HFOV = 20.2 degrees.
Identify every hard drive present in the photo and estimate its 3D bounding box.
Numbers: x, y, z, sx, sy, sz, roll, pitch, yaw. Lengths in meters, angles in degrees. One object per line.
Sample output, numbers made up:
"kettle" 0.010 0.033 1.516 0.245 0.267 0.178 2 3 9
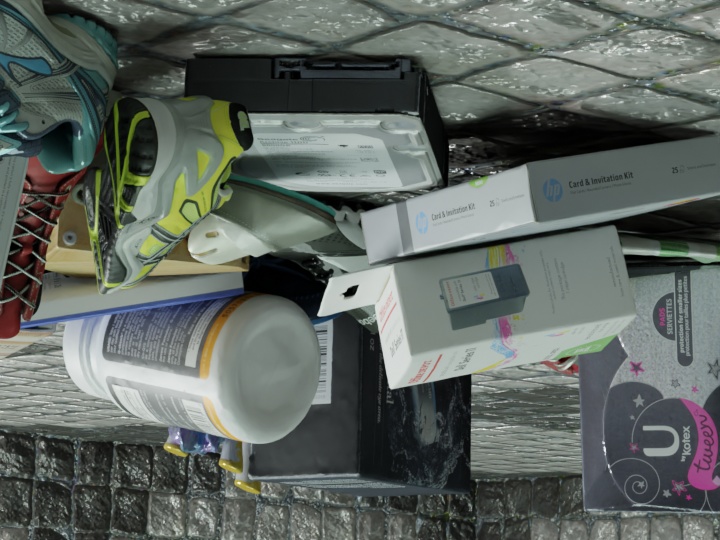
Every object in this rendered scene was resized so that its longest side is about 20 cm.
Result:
"hard drive" -0.196 0.007 1.577 0.198 0.026 0.132 -9 -164 -7
"hard drive" -0.021 -0.085 1.231 0.138 0.038 0.200 1 169 7

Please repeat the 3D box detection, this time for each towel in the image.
"towel" 0.196 -0.016 1.523 0.198 0.024 0.153 4 -177 -11

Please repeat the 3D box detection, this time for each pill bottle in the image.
"pill bottle" -0.137 0.067 1.604 0.199 0.117 0.116 8 176 42

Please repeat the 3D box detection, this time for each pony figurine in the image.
"pony figurine" -0.112 0.088 1.899 0.166 0.201 0.193 2 157 46

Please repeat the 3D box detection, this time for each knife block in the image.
"knife block" -0.197 -0.029 1.514 0.198 0.065 0.175 5 170 -19

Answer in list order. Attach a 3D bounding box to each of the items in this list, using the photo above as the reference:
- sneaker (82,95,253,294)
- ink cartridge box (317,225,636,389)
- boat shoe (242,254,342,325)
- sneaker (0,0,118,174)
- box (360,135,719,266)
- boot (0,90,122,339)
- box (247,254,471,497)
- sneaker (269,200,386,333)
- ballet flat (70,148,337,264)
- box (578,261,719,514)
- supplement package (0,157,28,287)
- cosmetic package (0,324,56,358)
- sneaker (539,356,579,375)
"sneaker" -0.114 -0.039 1.164 0.076 0.076 0.200 -8 165 -20
"ink cartridge box" 0.076 0.030 1.384 0.198 0.068 0.117 -10 167 -8
"boat shoe" -0.107 0.012 1.680 0.199 0.069 0.084 2 -168 28
"sneaker" -0.188 -0.100 1.036 0.077 0.087 0.200 -4 169 28
"box" 0.115 -0.044 1.317 0.155 0.042 0.200 -10 179 -31
"boot" -0.201 -0.034 1.254 0.072 0.146 0.200 9 167 -25
"box" 0.004 0.092 1.768 0.117 0.199 0.200 -5 168 31
"sneaker" 0.000 0.000 1.552 0.199 0.091 0.066 9 167 -33
"ballet flat" -0.102 -0.036 1.276 0.199 0.064 0.067 21 173 32
"box" 0.253 0.094 1.660 0.131 0.202 0.115 -1 -178 21
"supplement package" -0.293 -0.021 1.165 0.110 0.157 0.200 10 -174 -34
"cosmetic package" -0.334 0.022 1.766 0.103 0.088 0.200 5 170 -20
"sneaker" 0.167 0.048 1.687 0.074 0.087 0.200 -42 176 11
